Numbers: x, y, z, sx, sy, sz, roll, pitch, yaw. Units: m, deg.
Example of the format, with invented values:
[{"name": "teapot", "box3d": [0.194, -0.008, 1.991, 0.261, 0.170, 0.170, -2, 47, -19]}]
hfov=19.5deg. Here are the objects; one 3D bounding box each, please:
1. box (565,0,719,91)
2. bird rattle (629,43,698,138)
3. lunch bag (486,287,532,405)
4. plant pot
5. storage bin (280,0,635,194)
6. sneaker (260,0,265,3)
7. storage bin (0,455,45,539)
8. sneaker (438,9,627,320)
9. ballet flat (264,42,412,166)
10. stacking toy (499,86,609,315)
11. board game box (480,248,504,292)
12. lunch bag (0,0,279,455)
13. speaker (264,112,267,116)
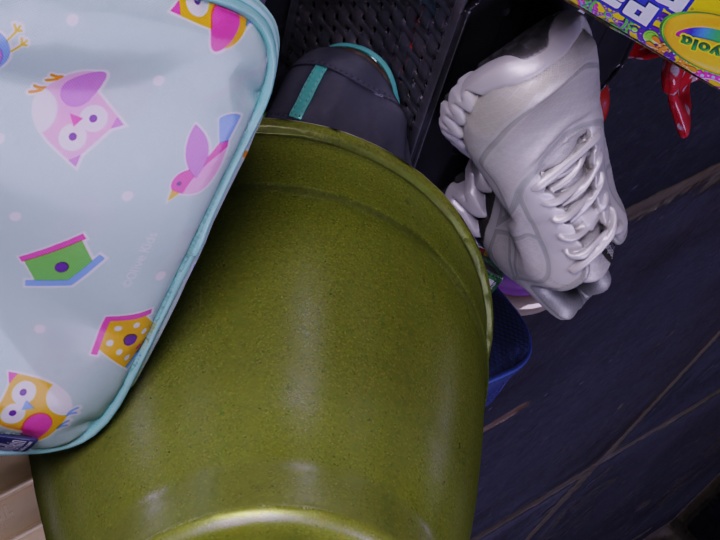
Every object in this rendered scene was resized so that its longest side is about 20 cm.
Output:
[{"name": "box", "box3d": [0.151, -0.200, 0.697, 0.193, 0.121, 0.201, -57, -174, 47]}, {"name": "bird rattle", "box3d": [0.218, -0.178, 1.162, 0.198, 0.113, 0.164, -18, 146, -19]}, {"name": "lunch bag", "box3d": [-0.011, 0.054, 1.159, 0.199, 0.136, 0.132, -20, 157, -50]}, {"name": "plant pot", "box3d": [-0.038, 0.080, 0.775, 0.200, 0.200, 0.194, -45, -153, 23]}, {"name": "storage bin", "box3d": [0.054, -0.129, 0.881, 0.135, 0.094, 0.200, -32, 162, -22]}, {"name": "sneaker", "box3d": [-0.117, -0.064, 0.730, 0.200, 0.070, 0.082, -41, 162, 4]}, {"name": "storage bin", "box3d": [-0.207, 0.154, 0.994, 0.198, 0.094, 0.200, -27, 176, -40]}, {"name": "sneaker", "box3d": [0.080, -0.041, 0.872, 0.075, 0.081, 0.200, -34, 162, -8]}, {"name": "ballet flat", "box3d": [0.000, 0.000, 0.883, 0.073, 0.073, 0.201, -32, 130, -18]}, {"name": "stacking toy", "box3d": [0.104, -0.055, 1.225, 0.085, 0.086, 0.201, -31, 158, -21]}, {"name": "board game box", "box3d": [0.060, -0.039, 1.073, 0.105, 0.023, 0.201, -52, -166, 44]}, {"name": "lunch bag", "box3d": [-0.128, -0.031, 0.660, 0.159, 0.077, 0.201, 11, 121, -32]}, {"name": "speaker", "box3d": [-0.032, -0.033, 0.971, 0.088, 0.089, 0.199, -45, 163, 23]}]
